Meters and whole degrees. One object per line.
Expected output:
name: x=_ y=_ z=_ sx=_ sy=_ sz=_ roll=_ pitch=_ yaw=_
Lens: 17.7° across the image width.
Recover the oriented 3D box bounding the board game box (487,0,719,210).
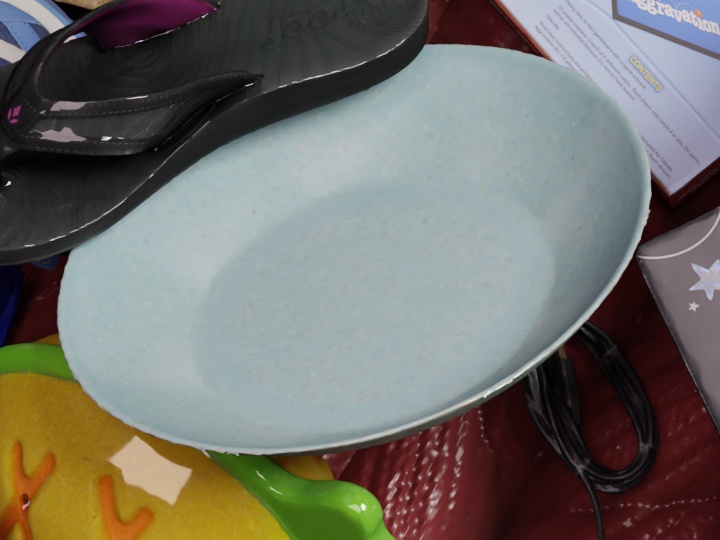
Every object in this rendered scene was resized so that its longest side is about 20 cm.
board game box: x=0.091 y=-0.129 z=0.862 sx=0.103 sy=0.019 sz=0.200 roll=-39 pitch=71 yaw=1

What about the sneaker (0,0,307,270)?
sneaker: x=-0.097 y=-0.030 z=0.850 sx=0.199 sy=0.082 sz=0.074 roll=33 pitch=120 yaw=14

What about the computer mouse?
computer mouse: x=0.083 y=0.111 z=0.812 sx=0.058 sy=0.034 sz=0.201 roll=-4 pitch=69 yaw=1

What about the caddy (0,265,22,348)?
caddy: x=-0.217 y=0.038 z=0.854 sx=0.105 sy=0.141 sz=0.201 roll=28 pitch=86 yaw=15

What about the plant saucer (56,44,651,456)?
plant saucer: x=0.000 y=0.000 z=0.761 sx=0.200 sy=0.039 sz=0.202 roll=-11 pitch=38 yaw=9

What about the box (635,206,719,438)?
box: x=0.207 y=0.012 z=0.742 sx=0.199 sy=0.132 sz=0.115 roll=-26 pitch=73 yaw=9

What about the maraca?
maraca: x=-0.054 y=0.086 z=0.802 sx=0.199 sy=0.137 sz=0.107 roll=22 pitch=58 yaw=25

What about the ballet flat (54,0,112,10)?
ballet flat: x=-0.076 y=-0.095 z=0.889 sx=0.199 sy=0.068 sz=0.073 roll=21 pitch=104 yaw=19

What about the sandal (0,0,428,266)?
sandal: x=-0.071 y=-0.069 z=0.790 sx=0.200 sy=0.048 sz=0.075 roll=-29 pitch=58 yaw=-12
